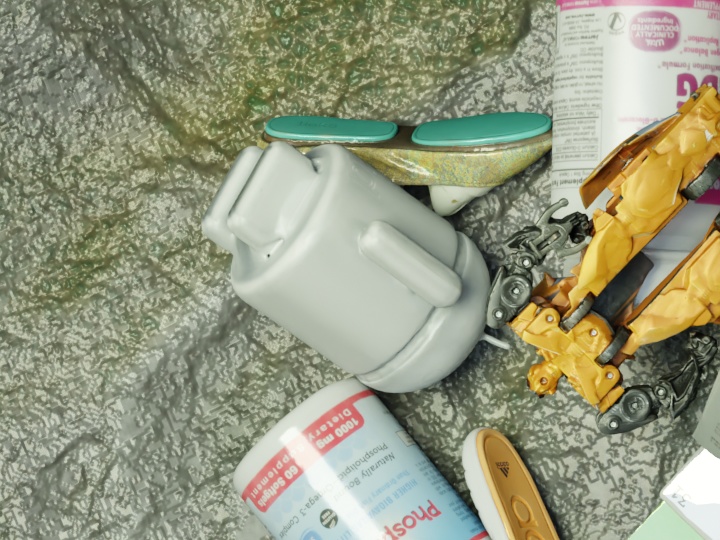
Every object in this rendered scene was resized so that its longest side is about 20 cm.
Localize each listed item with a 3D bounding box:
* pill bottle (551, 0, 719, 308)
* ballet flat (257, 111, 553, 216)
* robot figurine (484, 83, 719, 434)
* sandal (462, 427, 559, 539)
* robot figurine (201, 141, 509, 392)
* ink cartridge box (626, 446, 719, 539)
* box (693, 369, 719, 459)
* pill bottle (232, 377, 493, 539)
[{"bbox_3d":[0.174,-0.077,1.725,0.113,0.113,0.201,1,89,15],"label":"pill bottle"},{"bbox_3d":[0.032,-0.065,1.795,0.199,0.071,0.071,0,88,15],"label":"ballet flat"},{"bbox_3d":[0.168,-0.002,1.643,0.145,0.058,0.200,44,94,-6],"label":"robot figurine"},{"bbox_3d":[0.126,0.182,1.728,0.059,0.079,0.208,-33,74,30],"label":"sandal"},{"bbox_3d":[0.000,0.000,1.745,0.200,0.169,0.113,36,77,-21],"label":"robot figurine"},{"bbox_3d":[0.238,0.185,1.733,0.145,0.048,0.200,44,97,13],"label":"ink cartridge box"},{"bbox_3d":[0.326,0.072,1.609,0.199,0.200,0.171,42,73,13],"label":"box"},{"bbox_3d":[0.020,0.173,1.761,0.109,0.109,0.200,-43,78,10],"label":"pill bottle"}]
